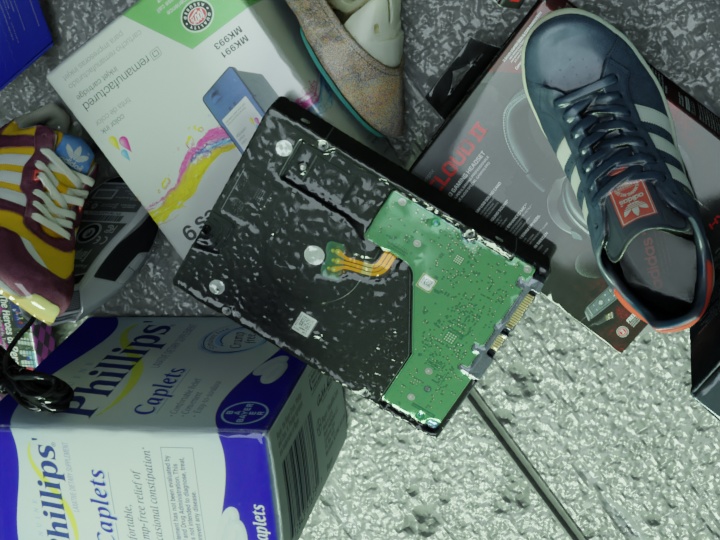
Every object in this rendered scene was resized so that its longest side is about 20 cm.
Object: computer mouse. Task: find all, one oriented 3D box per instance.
[{"bbox_3d":[-0.192,0.013,0.859,0.110,0.200,0.044,4,139,37],"label":"computer mouse"}]

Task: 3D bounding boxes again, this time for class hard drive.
[{"bbox_3d":[0.000,0.000,0.790,0.200,0.038,0.140,30,113,-2],"label":"hard drive"}]

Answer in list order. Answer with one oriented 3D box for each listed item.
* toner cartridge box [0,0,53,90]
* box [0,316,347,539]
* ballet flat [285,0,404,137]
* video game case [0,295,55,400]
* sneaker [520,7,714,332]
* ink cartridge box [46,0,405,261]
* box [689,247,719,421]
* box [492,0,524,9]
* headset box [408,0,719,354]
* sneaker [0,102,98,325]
[{"bbox_3d":[-0.269,-0.211,0.801,0.043,0.095,0.200,8,132,24],"label":"toner cartridge box"},{"bbox_3d":[-0.128,0.112,0.863,0.200,0.184,0.105,-1,110,13],"label":"box"},{"bbox_3d":[-0.016,-0.178,0.803,0.067,0.068,0.200,-32,99,29],"label":"ballet flat"},{"bbox_3d":[-0.317,0.083,0.958,0.181,0.036,0.200,6,121,12],"label":"video game case"},{"bbox_3d":[0.151,-0.055,0.715,0.075,0.085,0.200,-26,101,19],"label":"sneaker"},{"bbox_3d":[-0.084,-0.096,0.838,0.145,0.088,0.200,-32,101,20],"label":"ink cartridge box"},{"bbox_3d":[0.306,0.057,0.737,0.200,0.197,0.124,40,112,-1],"label":"box"},{"bbox_3d":[0.043,-0.258,0.754,0.200,0.035,0.110,39,113,16],"label":"box"},{"bbox_3d":[0.136,-0.070,0.801,0.200,0.077,0.149,38,112,-2],"label":"headset box"},{"bbox_3d":[-0.215,-0.048,0.833,0.090,0.200,0.075,-42,131,6],"label":"sneaker"}]
